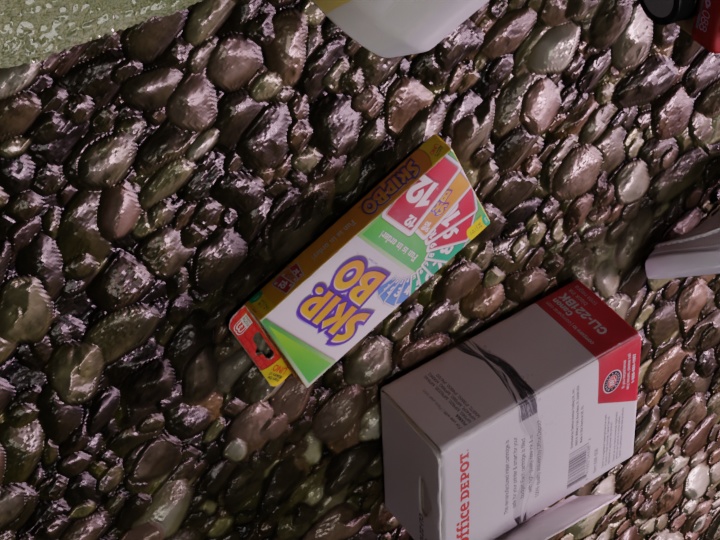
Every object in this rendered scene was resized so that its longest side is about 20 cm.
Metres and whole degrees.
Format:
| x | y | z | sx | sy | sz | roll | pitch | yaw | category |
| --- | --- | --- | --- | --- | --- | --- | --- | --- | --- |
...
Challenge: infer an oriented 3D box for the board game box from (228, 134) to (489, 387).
| x | y | z | sx | sy | sz | roll | pitch | yaw | category |
| --- | --- | --- | --- | --- | --- | --- | --- | --- | --- |
| 0.000 | 0.000 | 1.642 | 0.200 | 0.030 | 0.096 | -40 | 142 | -6 | board game box |

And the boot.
| x | y | z | sx | sy | sz | roll | pitch | yaw | category |
| --- | --- | --- | --- | --- | --- | --- | --- | --- | --- |
| 0.319 | -0.054 | 1.871 | 0.198 | 0.097 | 0.074 | -11 | 176 | -6 | boot |

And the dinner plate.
| x | y | z | sx | sy | sz | roll | pitch | yaw | category |
| --- | --- | --- | --- | --- | --- | --- | --- | --- | --- |
| 0.122 | 0.224 | 1.893 | 0.199 | 0.024 | 0.200 | -27 | 173 | -4 | dinner plate |

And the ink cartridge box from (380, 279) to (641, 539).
| x | y | z | sx | sy | sz | roll | pitch | yaw | category |
| --- | --- | --- | --- | --- | --- | --- | --- | --- | --- |
| 0.116 | 0.120 | 1.810 | 0.199 | 0.084 | 0.145 | -28 | 140 | -24 | ink cartridge box |

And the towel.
| x | y | z | sx | sy | sz | roll | pitch | yaw | category |
| --- | --- | --- | --- | --- | --- | --- | --- | --- | --- |
| -0.148 | -0.194 | 1.314 | 0.199 | 0.036 | 0.149 | -23 | 137 | -25 | towel |

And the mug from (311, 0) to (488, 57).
| x | y | z | sx | sy | sz | roll | pitch | yaw | category |
| --- | --- | --- | --- | --- | --- | --- | --- | --- | --- |
| 0.024 | -0.226 | 1.404 | 0.153 | 0.187 | 0.149 | -47 | 176 | 15 | mug |

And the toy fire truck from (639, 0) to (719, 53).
| x | y | z | sx | sy | sz | roll | pitch | yaw | category |
| --- | --- | --- | --- | --- | --- | --- | --- | --- | --- |
| 0.286 | -0.209 | 1.586 | 0.128 | 0.200 | 0.177 | -19 | 135 | -31 | toy fire truck |
